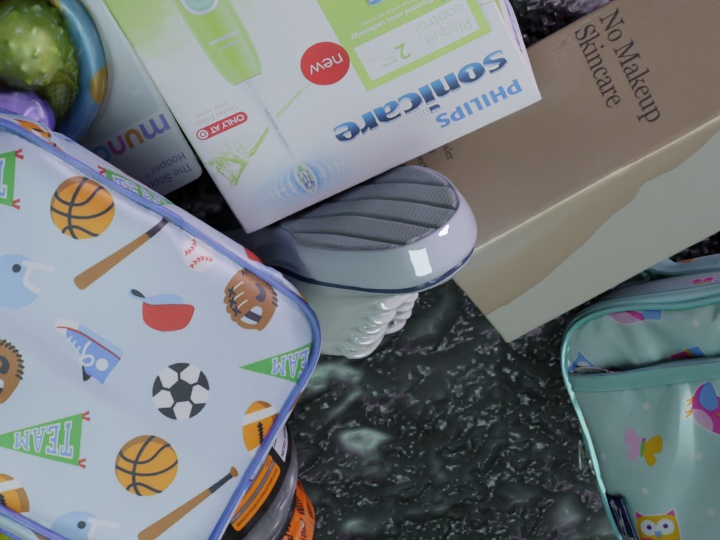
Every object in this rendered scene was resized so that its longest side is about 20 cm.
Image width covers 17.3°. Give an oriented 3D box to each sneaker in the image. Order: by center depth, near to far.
[{"bbox_3d":[0.000,0.000,1.043,0.073,0.200,0.071,-33,105,-20],"label":"sneaker"}]

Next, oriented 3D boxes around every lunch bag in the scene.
[{"bbox_3d":[-0.128,0.034,0.975,0.200,0.076,0.161,31,89,-16],"label":"lunch bag"},{"bbox_3d":[0.193,0.064,1.114,0.200,0.077,0.161,-12,105,34],"label":"lunch bag"}]

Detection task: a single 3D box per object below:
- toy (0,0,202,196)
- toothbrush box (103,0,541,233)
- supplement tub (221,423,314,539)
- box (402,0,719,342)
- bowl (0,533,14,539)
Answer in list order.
[{"bbox_3d":[-0.164,-0.096,1.000,0.115,0.047,0.200,-26,104,6],"label":"toy"},{"bbox_3d":[-0.032,-0.138,1.002,0.145,0.086,0.200,-24,125,9],"label":"toothbrush box"},{"bbox_3d":[-0.110,0.071,1.111,0.122,0.123,0.200,-26,123,10],"label":"supplement tub"},{"bbox_3d":[0.125,-0.062,1.060,0.200,0.095,0.078,-30,141,11],"label":"box"},{"bbox_3d":[-0.182,0.180,1.118,0.108,0.200,0.200,-53,126,-25],"label":"bowl"}]
